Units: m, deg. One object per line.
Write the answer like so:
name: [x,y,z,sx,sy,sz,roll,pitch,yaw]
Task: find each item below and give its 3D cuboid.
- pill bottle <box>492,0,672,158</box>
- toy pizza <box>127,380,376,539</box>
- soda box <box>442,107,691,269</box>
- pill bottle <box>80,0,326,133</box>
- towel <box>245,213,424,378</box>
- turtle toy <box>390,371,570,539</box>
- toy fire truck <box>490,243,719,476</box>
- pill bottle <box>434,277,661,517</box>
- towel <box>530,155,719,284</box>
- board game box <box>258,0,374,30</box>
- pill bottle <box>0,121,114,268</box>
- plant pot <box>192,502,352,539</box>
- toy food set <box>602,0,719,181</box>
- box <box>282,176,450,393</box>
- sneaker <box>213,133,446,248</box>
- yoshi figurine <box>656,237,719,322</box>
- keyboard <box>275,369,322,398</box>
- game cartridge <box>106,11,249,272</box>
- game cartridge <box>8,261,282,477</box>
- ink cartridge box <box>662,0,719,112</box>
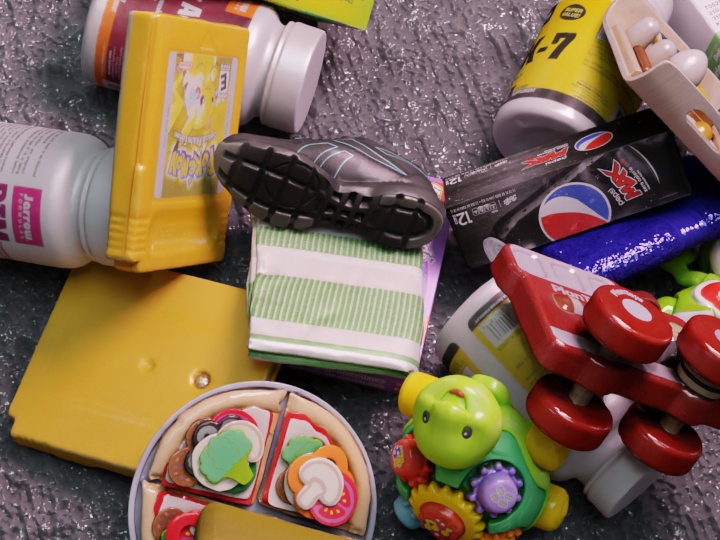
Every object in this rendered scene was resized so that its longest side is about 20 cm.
pill bottle: [0.208,-0.182,1.502,0.114,0.114,0.200,24,62,8]
toy pizza: [-0.079,0.186,1.271,0.199,0.032,0.201,0,91,-18]
soda box: [0.173,-0.071,1.396,0.199,0.063,0.071,-19,23,9]
pill bottle: [-0.139,-0.196,1.475,0.199,0.114,0.114,17,62,4]
towel: [-0.022,-0.001,1.365,0.152,0.023,0.201,8,49,-10]
turtle toy: [0.081,0.147,1.269,0.145,0.200,0.101,19,49,22]
toy fire truck: [0.205,0.055,1.262,0.199,0.112,0.168,17,30,-21]
pill bottle: [0.163,0.101,1.348,0.111,0.111,0.200,-34,70,-21]
towel: [0.237,-0.043,1.418,0.199,0.148,0.050,-25,106,-14]
board game box: [-0.096,-0.269,1.478,0.199,0.102,0.048,13,97,-30]
pill bottle: [-0.271,-0.063,1.366,0.199,0.113,0.114,8,60,17]
plant pot: [-0.050,0.292,1.149,0.199,0.176,0.201,15,89,2]
toy food set: [0.280,-0.156,1.385,0.143,0.060,0.200,42,21,-18]
box: [0.000,0.000,1.427,0.136,0.039,0.201,13,61,3]
sneaker: [-0.027,-0.075,1.372,0.199,0.076,0.079,17,38,-15]
yoshi figurine: [0.300,0.028,1.425,0.200,0.113,0.112,-47,41,-13]
keyboard: [-0.113,0.164,1.340,0.127,0.021,0.201,14,61,2]
game cartridge: [-0.145,-0.102,1.331,0.032,0.176,0.201,7,97,19]
game cartridge: [-0.171,0.084,1.350,0.199,0.032,0.177,14,65,16]
ink cartridge box: [0.357,-0.268,1.578,0.146,0.084,0.200,-23,67,-17]
